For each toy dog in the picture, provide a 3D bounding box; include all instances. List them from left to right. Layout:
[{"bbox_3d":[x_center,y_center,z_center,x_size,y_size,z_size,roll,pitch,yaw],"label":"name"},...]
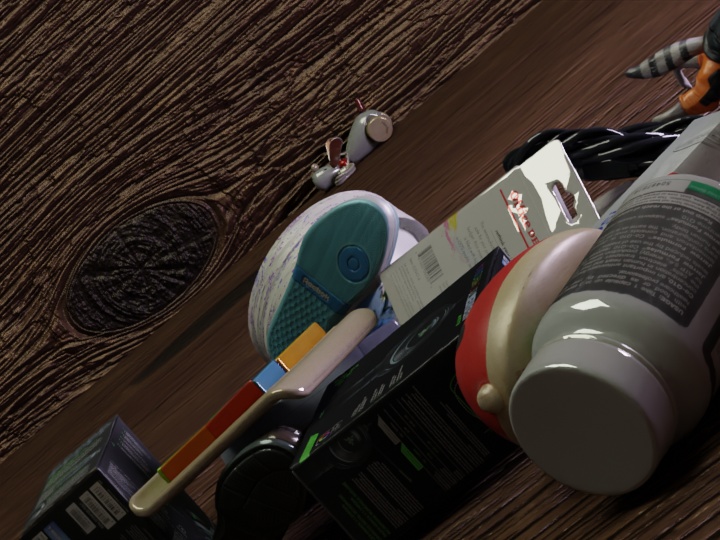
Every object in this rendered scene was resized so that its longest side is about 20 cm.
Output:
[{"bbox_3d":[-0.025,-0.252,3.488,0.200,0.096,0.132,-45,9,-18],"label":"toy dog"}]

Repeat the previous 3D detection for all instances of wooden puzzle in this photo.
[{"bbox_3d":[-0.090,0.110,1.493,0.200,0.037,0.185,-38,2,28],"label":"wooden puzzle"}]

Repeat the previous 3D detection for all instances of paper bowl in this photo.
[{"bbox_3d":[-0.004,0.032,1.778,0.201,0.201,0.104,-44,53,-16],"label":"paper bowl"}]

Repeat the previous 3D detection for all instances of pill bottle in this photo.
[{"bbox_3d":[0.173,0.037,1.110,0.113,0.113,0.200,-33,12,45],"label":"pill bottle"}]

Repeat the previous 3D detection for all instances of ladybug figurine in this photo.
[{"bbox_3d":[0.122,0.045,1.198,0.071,0.137,0.200,1,18,34],"label":"ladybug figurine"}]

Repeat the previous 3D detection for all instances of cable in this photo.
[{"bbox_3d":[0.222,-0.108,1.540,0.199,0.051,0.163,-3,-2,36],"label":"cable"}]

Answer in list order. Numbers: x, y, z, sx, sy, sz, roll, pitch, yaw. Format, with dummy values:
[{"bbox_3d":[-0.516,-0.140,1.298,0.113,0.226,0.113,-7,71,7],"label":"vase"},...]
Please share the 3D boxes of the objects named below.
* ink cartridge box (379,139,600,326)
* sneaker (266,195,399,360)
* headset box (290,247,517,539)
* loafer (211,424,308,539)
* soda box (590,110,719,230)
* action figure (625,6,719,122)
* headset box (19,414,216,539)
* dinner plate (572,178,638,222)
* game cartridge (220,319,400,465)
[{"bbox_3d":[0.123,-0.002,1.494,0.200,0.118,0.067,-38,-33,24],"label":"ink cartridge box"},{"bbox_3d":[0.000,0.000,1.620,0.130,0.080,0.201,-25,-26,-50],"label":"sneaker"},{"bbox_3d":[0.052,0.100,1.367,0.200,0.093,0.174,-40,8,19],"label":"headset box"},{"bbox_3d":[-0.080,0.183,1.465,0.063,0.071,0.201,-63,-4,-46],"label":"loafer"},{"bbox_3d":[0.229,-0.035,1.383,0.200,0.064,0.068,-45,9,-16],"label":"soda box"},{"bbox_3d":[0.326,-0.194,1.625,0.194,0.105,0.200,-47,1,41],"label":"action figure"},{"bbox_3d":[-0.196,0.235,1.582,0.093,0.174,0.200,-40,9,4],"label":"headset box"},{"bbox_3d":[0.205,-0.028,1.603,0.200,0.024,0.200,-42,9,8],"label":"dinner plate"},{"bbox_3d":[-0.036,0.119,1.653,0.199,0.041,0.133,-37,-12,1],"label":"game cartridge"}]
